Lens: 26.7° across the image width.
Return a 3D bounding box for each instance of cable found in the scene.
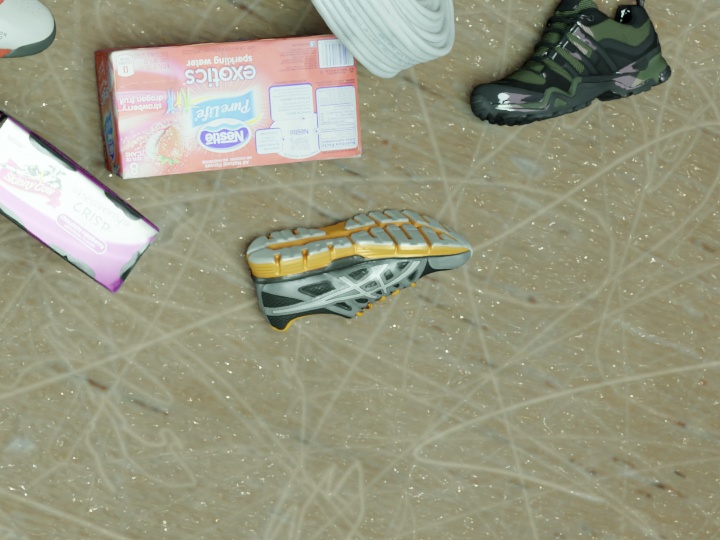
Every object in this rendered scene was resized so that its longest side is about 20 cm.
[{"bbox_3d":[0.002,-0.250,1.196,0.069,0.201,0.200,-25,140,22],"label":"cable"}]

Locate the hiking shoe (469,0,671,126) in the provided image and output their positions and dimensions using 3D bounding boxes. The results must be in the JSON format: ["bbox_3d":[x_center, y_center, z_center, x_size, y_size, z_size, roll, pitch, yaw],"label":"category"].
[{"bbox_3d":[0.175,-0.189,1.333,0.199,0.076,0.101,-17,95,-25],"label":"hiking shoe"}]

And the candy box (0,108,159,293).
[{"bbox_3d":[-0.235,-0.060,1.138,0.136,0.200,0.061,38,86,-21],"label":"candy box"}]

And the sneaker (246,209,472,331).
[{"bbox_3d":[0.000,0.000,1.299,0.198,0.078,0.078,-8,114,-14],"label":"sneaker"}]

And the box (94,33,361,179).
[{"bbox_3d":[-0.107,-0.135,1.226,0.198,0.095,0.104,-8,100,-17],"label":"box"}]

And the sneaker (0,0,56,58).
[{"bbox_3d":[-0.315,-0.234,1.132,0.200,0.068,0.108,17,134,-17],"label":"sneaker"}]
